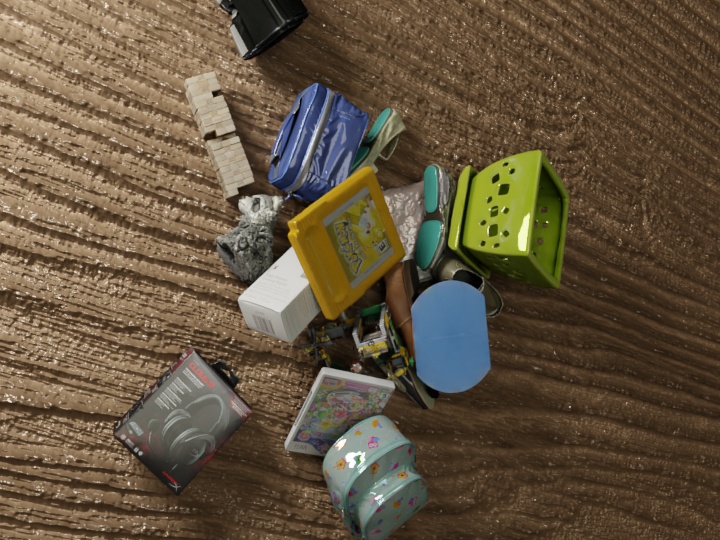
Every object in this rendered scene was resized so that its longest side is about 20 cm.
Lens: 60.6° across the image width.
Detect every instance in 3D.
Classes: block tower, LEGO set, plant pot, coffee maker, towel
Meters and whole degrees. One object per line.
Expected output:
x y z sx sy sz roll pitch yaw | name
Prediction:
-0.243 -0.231 1.067 0.057 0.054 0.205 -21 98 -20 | block tower
-0.006 0.152 1.088 0.194 0.116 0.158 -8 107 7 | LEGO set
0.280 -0.091 1.180 0.198 0.177 0.206 30 68 -51 | plant pot
-0.180 -0.484 1.021 0.135 0.190 0.202 -45 107 -32 | coffee maker
0.118 -0.076 1.227 0.195 0.032 0.197 -14 95 -22 | towel

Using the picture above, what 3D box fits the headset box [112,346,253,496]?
-0.289 0.241 1.037 0.200 0.077 0.150 -45 105 -14 | headset box

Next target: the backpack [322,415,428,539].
0.027 0.367 1.090 0.173 0.153 0.204 -29 128 -18 | backpack

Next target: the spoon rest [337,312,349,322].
0.000 0.000 1.149 0.060 0.098 0.205 26 86 -50 | spoon rest

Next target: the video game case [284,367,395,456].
-0.039 0.262 1.106 0.140 0.018 0.203 14 122 -21 | video game case

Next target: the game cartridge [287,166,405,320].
-0.019 -0.048 1.032 0.199 0.032 0.180 -41 117 -34 | game cartridge

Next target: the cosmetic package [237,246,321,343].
-0.105 0.024 1.055 0.201 0.099 0.076 -50 140 -38 | cosmetic package

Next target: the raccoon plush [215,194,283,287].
-0.172 -0.038 1.101 0.134 0.095 0.203 -48 137 -30 | raccoon plush

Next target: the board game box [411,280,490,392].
0.163 0.123 1.155 0.153 0.039 0.207 -5 88 -19 | board game box

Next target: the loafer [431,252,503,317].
0.221 0.043 1.230 0.198 0.070 0.076 33 95 -30 | loafer

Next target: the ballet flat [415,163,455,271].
0.153 -0.099 1.191 0.070 0.072 0.207 5 90 -21 | ballet flat

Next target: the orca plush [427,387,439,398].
0.172 0.145 1.204 0.105 0.070 0.204 39 59 -31 | orca plush

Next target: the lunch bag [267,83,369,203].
-0.087 -0.214 1.086 0.130 0.135 0.205 23 82 -21 | lunch bag

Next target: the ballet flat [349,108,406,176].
0.023 -0.220 1.172 0.062 0.067 0.202 43 75 -26 | ballet flat

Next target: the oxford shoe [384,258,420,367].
0.083 0.084 1.171 0.069 0.071 0.207 -9 92 20 | oxford shoe

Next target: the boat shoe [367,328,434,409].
0.076 0.194 1.194 0.062 0.072 0.202 -28 109 22 | boat shoe
